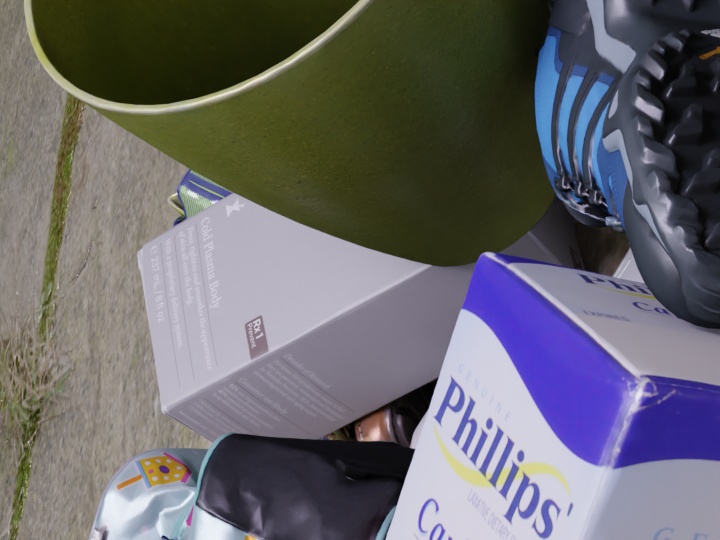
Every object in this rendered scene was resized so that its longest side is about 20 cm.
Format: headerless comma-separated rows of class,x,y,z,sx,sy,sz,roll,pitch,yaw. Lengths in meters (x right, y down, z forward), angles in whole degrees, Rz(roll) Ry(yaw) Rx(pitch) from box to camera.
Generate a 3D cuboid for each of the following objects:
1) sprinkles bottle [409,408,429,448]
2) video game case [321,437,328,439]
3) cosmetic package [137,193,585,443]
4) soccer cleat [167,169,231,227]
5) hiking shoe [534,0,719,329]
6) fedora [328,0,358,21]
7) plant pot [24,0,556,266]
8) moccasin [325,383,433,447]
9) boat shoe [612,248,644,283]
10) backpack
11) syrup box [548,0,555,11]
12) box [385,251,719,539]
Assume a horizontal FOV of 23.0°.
sprinkles bottle,0.025,0.144,0.857,0.200,0.068,0.068,-61,30,35
video game case,-0.057,0.154,1.018,0.143,0.019,0.200,-56,14,42
cosmetic package,0.000,0.000,0.846,0.200,0.090,0.107,-32,48,21
soccer cleat,-0.077,-0.024,1.078,0.065,0.083,0.200,-61,-1,-12
hiking shoe,0.101,-0.038,0.582,0.200,0.074,0.087,-91,16,-52
fedora,0.021,-0.131,0.871,0.199,0.090,0.177,-24,23,21
plant pot,0.002,-0.090,0.703,0.186,0.200,0.188,-16,54,24
moccasin,-0.012,0.050,0.943,0.078,0.074,0.202,-30,37,2
boat shoe,0.096,0.066,0.736,0.074,0.067,0.201,40,116,62
backpack,-0.028,0.164,0.675,0.153,0.176,0.201,11,90,25
syrup box,0.132,-0.111,0.716,0.079,0.081,0.200,-62,31,31
box,0.106,0.116,0.553,0.105,0.183,0.201,-135,59,-63
